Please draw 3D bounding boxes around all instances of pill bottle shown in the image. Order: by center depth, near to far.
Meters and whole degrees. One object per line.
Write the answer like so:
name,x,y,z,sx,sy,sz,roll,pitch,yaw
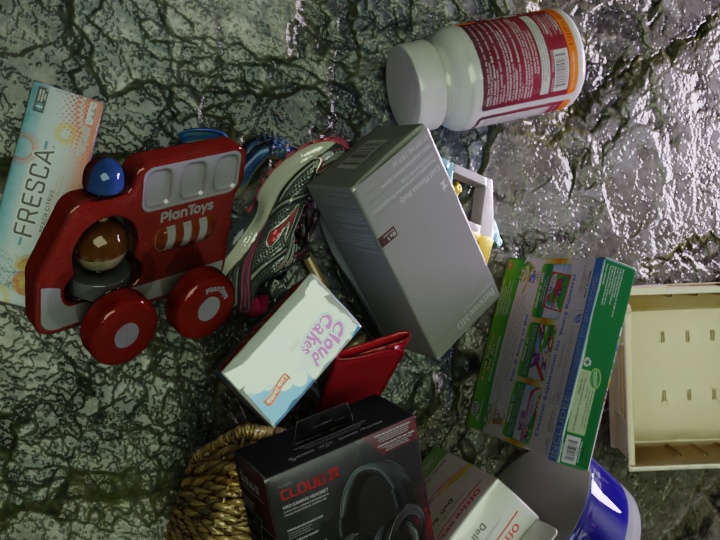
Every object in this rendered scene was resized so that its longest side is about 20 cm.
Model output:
pill bottle,0.133,-0.213,0.944,0.196,0.109,0.112,-14,95,-18

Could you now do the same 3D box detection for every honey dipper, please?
honey dipper,-0.035,0.026,0.927,0.038,0.038,0.203,-28,98,-16

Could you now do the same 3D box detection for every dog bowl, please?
dog bowl,0.192,0.284,0.922,0.079,0.200,0.201,41,78,-12

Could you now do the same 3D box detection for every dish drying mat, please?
dish drying mat,-0.003,0.113,0.861,0.075,0.201,0.018,-16,67,-17

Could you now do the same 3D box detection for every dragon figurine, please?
dragon figurine,-0.161,-0.108,0.869,0.196,0.059,0.102,8,88,-20

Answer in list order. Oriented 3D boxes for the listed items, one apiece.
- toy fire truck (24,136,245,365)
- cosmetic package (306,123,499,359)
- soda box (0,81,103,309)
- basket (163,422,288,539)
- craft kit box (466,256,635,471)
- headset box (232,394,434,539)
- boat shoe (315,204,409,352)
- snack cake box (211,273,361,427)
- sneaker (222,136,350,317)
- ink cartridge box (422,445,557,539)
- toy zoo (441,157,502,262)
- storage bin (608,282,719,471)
toy fire truck,-0.193,-0.027,0.756,0.198,0.112,0.171,-17,131,-41
cosmetic package,0.045,-0.027,0.842,0.107,0.090,0.202,-43,118,-23
soda box,-0.298,-0.066,0.819,0.067,0.063,0.204,15,85,-18
basket,-0.074,0.220,0.855,0.197,0.142,0.152,19,88,-30
craft kit box,0.193,0.088,0.923,0.048,0.197,0.204,17,86,-21
headset box,-0.018,0.214,0.760,0.146,0.077,0.204,-17,106,-27
boat shoe,0.000,0.000,0.925,0.068,0.056,0.203,-35,102,-39
snack cake box,-0.076,0.076,0.824,0.067,0.200,0.115,45,78,-4
sneaker,-0.072,-0.046,0.866,0.074,0.080,0.201,40,103,10
ink cartridge box,0.101,0.261,0.890,0.067,0.200,0.118,43,78,-14
toy zoo,0.083,-0.054,0.945,0.197,0.020,0.134,18,75,-35
storage bin,0.395,0.118,1.014,0.195,0.094,0.203,-2,92,3
